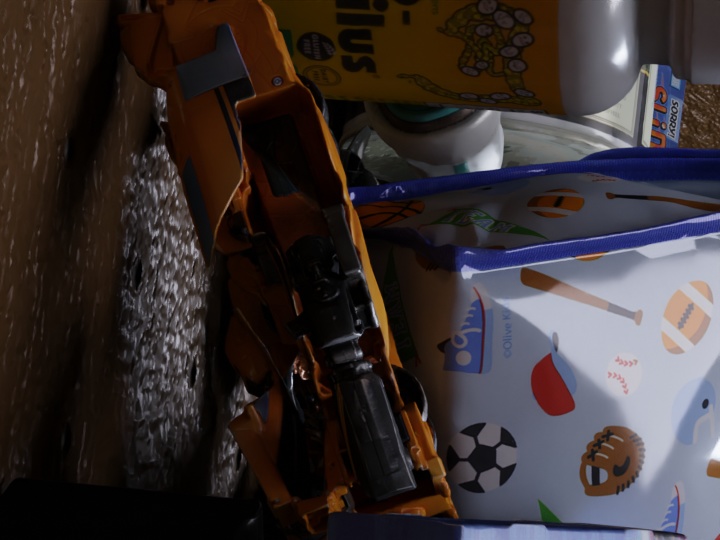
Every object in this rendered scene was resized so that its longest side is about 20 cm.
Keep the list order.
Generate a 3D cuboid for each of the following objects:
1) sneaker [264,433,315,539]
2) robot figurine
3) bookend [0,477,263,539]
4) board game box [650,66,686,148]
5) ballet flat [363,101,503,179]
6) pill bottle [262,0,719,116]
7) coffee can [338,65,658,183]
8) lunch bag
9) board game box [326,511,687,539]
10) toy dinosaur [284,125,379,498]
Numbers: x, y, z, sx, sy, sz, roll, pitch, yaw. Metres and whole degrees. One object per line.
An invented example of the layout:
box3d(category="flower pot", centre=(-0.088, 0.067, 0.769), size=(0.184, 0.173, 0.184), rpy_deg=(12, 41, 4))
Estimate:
box3d(category="sneaker", centre=(-0.004, 0.103, 1.049), size=(0.083, 0.071, 0.200), rpy_deg=(82, 19, -71))
box3d(category="robot figurine", centre=(-0.020, 0.012, 0.762), size=(0.145, 0.058, 0.200), rpy_deg=(71, 0, -63))
box3d(category="bookend", centre=(-0.058, 0.140, 0.726), size=(0.200, 0.092, 0.199), rpy_deg=(-60, 153, -68))
box3d(category="board game box", centre=(0.088, -0.023, 1.257), size=(0.200, 0.034, 0.135), rpy_deg=(-28, -135, 54))
box3d(category="ballet flat", centre=(0.016, -0.106, 0.961), size=(0.069, 0.069, 0.200), rpy_deg=(82, -5, -49))
box3d(category="pill bottle", centre=(0.041, -0.112, 0.842), size=(0.113, 0.200, 0.113), rpy_deg=(5, 90, -79))
box3d(category="coffee can", centre=(0.074, -0.143, 1.141), size=(0.146, 0.146, 0.200), rpy_deg=(55, 41, -73))
box3d(category="lunch bag", centre=(0.089, 0.047, 0.884), size=(0.124, 0.200, 0.170), rpy_deg=(28, -57, 57))
box3d(category="board game box", centre=(0.043, 0.172, 0.702), size=(0.200, 0.043, 0.199), rpy_deg=(14, 80, -65))
box3d(category="toy dinosaur", centre=(0.000, 0.000, 0.980), size=(0.136, 0.102, 0.200), rpy_deg=(-36, 140, -51))
